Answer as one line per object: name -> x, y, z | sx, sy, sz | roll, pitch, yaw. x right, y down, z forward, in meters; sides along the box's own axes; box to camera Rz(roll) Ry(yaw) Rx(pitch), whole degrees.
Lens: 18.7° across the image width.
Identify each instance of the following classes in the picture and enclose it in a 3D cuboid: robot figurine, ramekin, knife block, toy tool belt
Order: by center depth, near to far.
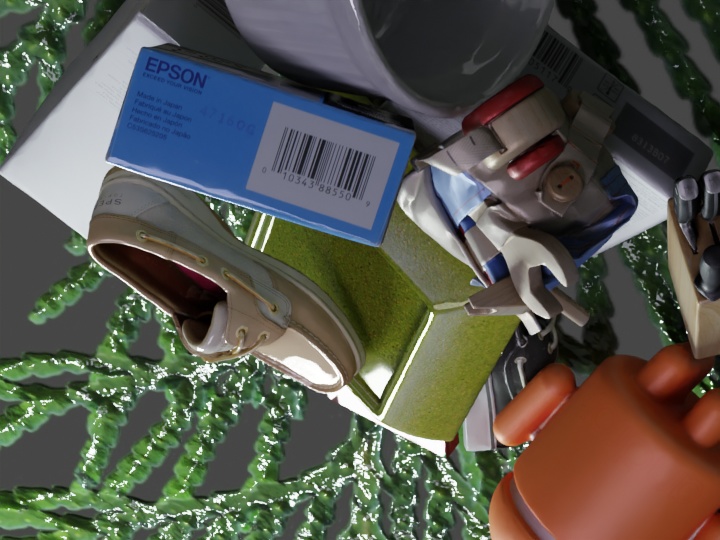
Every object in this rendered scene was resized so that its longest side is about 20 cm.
ramekin -> 0.013, -0.179, 1.099 | 0.098, 0.200, 0.201 | 8, 138, 36
toy tool belt -> 0.097, -0.029, 1.141 | 0.123, 0.125, 0.200 | 55, 174, 2
knife block -> 0.197, -0.009, 1.201 | 0.175, 0.064, 0.200 | 0, 160, -39
robot figurine -> 0.158, 0.132, 1.361 | 0.144, 0.117, 0.200 | 32, 110, -18

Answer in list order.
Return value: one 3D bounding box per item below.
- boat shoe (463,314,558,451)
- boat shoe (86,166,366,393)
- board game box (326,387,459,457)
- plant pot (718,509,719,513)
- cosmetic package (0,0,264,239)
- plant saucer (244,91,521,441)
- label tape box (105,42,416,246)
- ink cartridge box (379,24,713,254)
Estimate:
boat shoe -> 0.093, 0.040, 1.397 | 0.064, 0.071, 0.200 | -4, 139, 2
boat shoe -> -0.085, 0.020, 1.308 | 0.200, 0.069, 0.074 | 38, 141, -19
board game box -> 0.016, 0.036, 1.454 | 0.103, 0.019, 0.200 | 27, 144, 27
plant pot -> 0.261, 0.261, 1.411 | 0.200, 0.200, 0.180 | 21, 138, -20
cosmetic package -> -0.126, -0.115, 1.316 | 0.081, 0.113, 0.200 | 38, 138, -13
plant saucer -> 0.000, 0.000, 1.345 | 0.200, 0.048, 0.200 | 47, 147, 16
label tape box -> -0.048, -0.072, 1.156 | 0.143, 0.200, 0.066 | 17, 99, -2
ink cartridge box -> 0.094, -0.074, 1.299 | 0.163, 0.057, 0.200 | 35, 162, -9
